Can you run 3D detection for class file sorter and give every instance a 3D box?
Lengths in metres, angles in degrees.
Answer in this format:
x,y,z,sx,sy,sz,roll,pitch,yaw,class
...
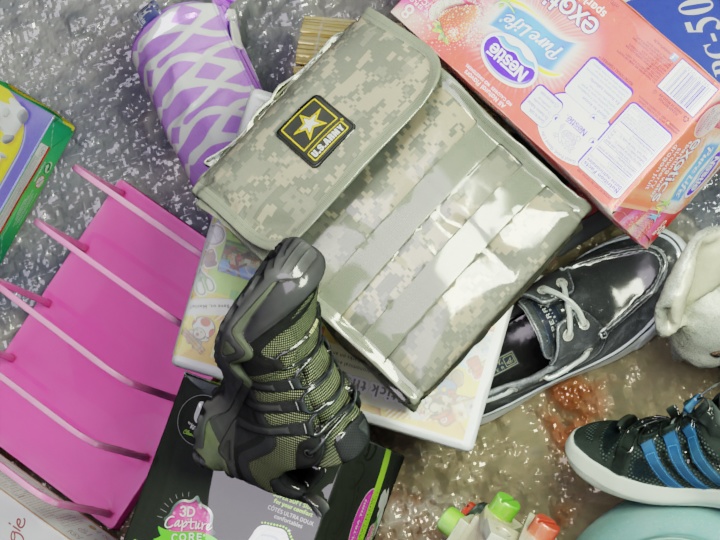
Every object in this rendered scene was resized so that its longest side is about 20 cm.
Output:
x,y,z,sx,sy,sz,roll,pitch,yaw,class
-0.180,0.048,1.625,0.139,0.125,0.201,34,90,17,file sorter

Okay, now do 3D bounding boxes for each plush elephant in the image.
x,y,z,sx,sy,sz,roll,pitch,yaw,class
0.258,0.022,1.502,0.155,0.165,0.200,-44,73,12,plush elephant

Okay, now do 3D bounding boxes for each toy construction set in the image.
x,y,z,sx,sy,sz,roll,pitch,yaw,class
0.052,0.209,1.528,0.200,0.131,0.092,-44,74,21,toy construction set

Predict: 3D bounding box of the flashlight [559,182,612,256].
x,y,z,sx,sy,sz,roll,pitch,yaw,class
0.141,-0.052,1.588,0.200,0.068,0.068,-34,72,7,flashlight

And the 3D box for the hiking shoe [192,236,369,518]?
x,y,z,sx,sy,sz,roll,pitch,yaw,class
-0.032,0.062,1.416,0.100,0.200,0.076,27,50,8,hiking shoe

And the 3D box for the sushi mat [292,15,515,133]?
x,y,z,sx,sy,sz,roll,pitch,yaw,class
0.055,-0.127,1.593,0.199,0.012,0.096,4,52,3,sushi mat

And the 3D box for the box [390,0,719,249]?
x,y,z,sx,sy,sz,roll,pitch,yaw,class
0.128,-0.120,1.482,0.103,0.095,0.200,-48,66,3,box

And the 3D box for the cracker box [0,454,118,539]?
x,y,z,sx,sy,sz,roll,pitch,yaw,class
-0.264,0.199,1.645,0.199,0.058,0.134,33,102,18,cracker box

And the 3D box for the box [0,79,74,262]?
x,y,z,sx,sy,sz,roll,pitch,yaw,class
-0.315,-0.102,1.727,0.199,0.048,0.118,28,88,19,box

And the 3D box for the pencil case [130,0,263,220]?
x,y,z,sx,sy,sz,roll,pitch,yaw,class
-0.083,-0.093,1.627,0.085,0.084,0.201,-35,61,14,pencil case

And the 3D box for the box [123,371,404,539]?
x,y,z,sx,sy,sz,roll,pitch,yaw,class
-0.073,0.185,1.562,0.124,0.149,0.201,19,86,17,box

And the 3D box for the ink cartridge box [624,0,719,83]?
x,y,z,sx,sy,sz,roll,pitch,yaw,class
0.185,-0.174,1.577,0.094,0.044,0.201,-22,57,10,ink cartridge box

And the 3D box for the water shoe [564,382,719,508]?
x,y,z,sx,sy,sz,roll,pitch,yaw,class
0.216,0.101,1.477,0.199,0.071,0.079,9,116,33,water shoe

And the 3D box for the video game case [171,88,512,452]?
x,y,z,sx,sy,sz,roll,pitch,yaw,class
0.000,0.000,1.540,0.199,0.023,0.183,17,84,-3,video game case

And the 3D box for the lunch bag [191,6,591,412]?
x,y,z,sx,sy,sz,roll,pitch,yaw,class
0.015,-0.042,1.477,0.200,0.118,0.164,43,86,6,lunch bag

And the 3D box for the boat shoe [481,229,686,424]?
x,y,z,sx,sy,sz,roll,pitch,yaw,class
0.125,0.034,1.578,0.199,0.068,0.072,-29,75,8,boat shoe

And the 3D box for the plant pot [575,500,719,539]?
x,y,z,sx,sy,sz,roll,pitch,yaw,class
0.199,0.227,1.493,0.199,0.134,0.202,-2,81,14,plant pot
